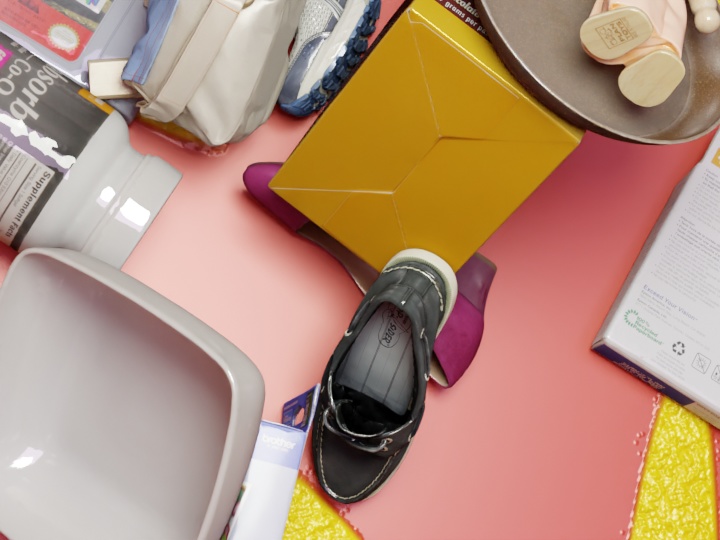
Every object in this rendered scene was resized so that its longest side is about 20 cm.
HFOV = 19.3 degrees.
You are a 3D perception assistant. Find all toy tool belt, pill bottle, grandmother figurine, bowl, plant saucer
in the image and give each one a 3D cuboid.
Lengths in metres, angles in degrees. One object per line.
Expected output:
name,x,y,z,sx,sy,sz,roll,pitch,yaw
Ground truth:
toy tool belt,-0.101,-0.189,1.397,0.123,0.125,0.200,22,98,9
pill bottle,-0.224,-0.080,1.390,0.200,0.116,0.116,34,75,-6
grandmother figurine,0.178,-0.196,1.295,0.121,0.060,0.200,55,36,-30
bowl,-0.151,0.099,1.343,0.200,0.075,0.200,31,112,24
plant saucer,0.143,-0.156,1.299,0.200,0.032,0.200,19,52,-25

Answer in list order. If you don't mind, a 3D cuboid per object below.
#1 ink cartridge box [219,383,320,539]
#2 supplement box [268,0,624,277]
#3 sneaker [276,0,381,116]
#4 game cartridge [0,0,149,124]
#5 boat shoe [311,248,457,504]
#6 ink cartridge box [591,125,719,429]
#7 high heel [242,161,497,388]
ink cartridge box,-0.075,0.171,1.378,0.042,0.119,0.200,18,77,-8
supplement box,0.074,-0.126,1.391,0.133,0.197,0.200,37,46,-4
sneaker,-0.024,-0.202,1.488,0.085,0.077,0.200,22,75,6
game cartridge,-0.212,-0.206,1.458,0.200,0.041,0.133,30,71,-6
boat shoe,0.007,0.082,1.385,0.074,0.200,0.066,29,31,6
ink cartridge box,0.295,0.022,1.532,0.196,0.043,0.200,32,73,-5
high heel,0.000,0.000,1.450,0.200,0.067,0.096,25,65,-11
